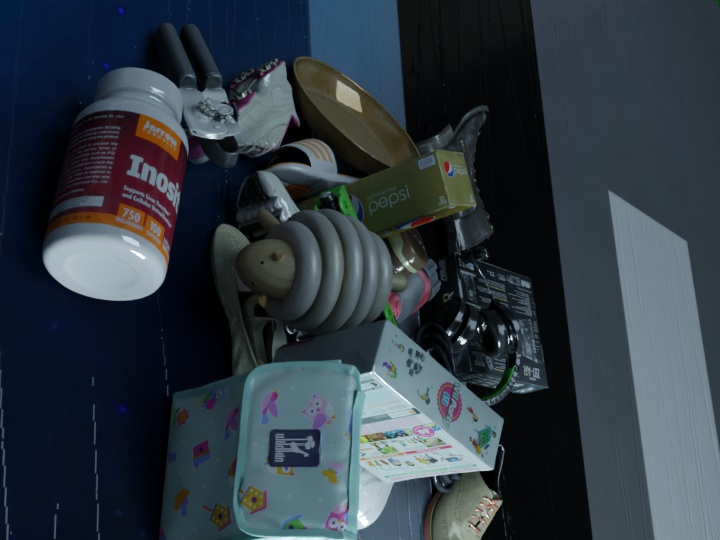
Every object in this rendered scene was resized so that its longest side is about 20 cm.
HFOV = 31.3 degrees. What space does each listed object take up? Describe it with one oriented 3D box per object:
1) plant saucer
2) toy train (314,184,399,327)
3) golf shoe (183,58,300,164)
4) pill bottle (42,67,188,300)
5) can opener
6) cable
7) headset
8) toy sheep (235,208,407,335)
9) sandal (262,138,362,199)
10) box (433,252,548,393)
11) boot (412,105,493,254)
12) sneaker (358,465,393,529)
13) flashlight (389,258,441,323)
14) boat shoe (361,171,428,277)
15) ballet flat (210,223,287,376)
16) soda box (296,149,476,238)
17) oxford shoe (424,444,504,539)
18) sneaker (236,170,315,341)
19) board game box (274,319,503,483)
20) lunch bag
[{"bbox_3d":[-0.012,-0.174,1.537,0.200,0.035,0.201,36,22,-17],"label":"plant saucer"},{"bbox_3d":[0.000,0.000,1.412,0.056,0.041,0.201,-71,141,-66],"label":"toy train"},{"bbox_3d":[-0.122,-0.156,1.398,0.200,0.075,0.092,-51,122,-48],"label":"golf shoe"},{"bbox_3d":[-0.220,-0.084,1.187,0.113,0.112,0.202,36,48,-40],"label":"pill bottle"},{"bbox_3d":[-0.169,-0.182,1.305,0.052,0.067,0.201,-1,43,-24],"label":"can opener"},{"bbox_3d":[0.086,0.162,1.504,0.164,0.050,0.201,-115,-163,-49],"label":"cable"},{"bbox_3d":[0.139,0.070,1.611,0.122,0.094,0.202,9,84,-22],"label":"headset"},{"bbox_3d":[-0.035,0.001,1.283,0.199,0.138,0.139,1,72,-34],"label":"toy sheep"},{"bbox_3d":[-0.060,-0.116,1.465,0.206,0.079,0.060,4,72,-64],"label":"sandal"},{"bbox_3d":[0.175,0.074,1.729,0.199,0.043,0.162,15,62,-51],"label":"box"},{"bbox_3d":[0.142,-0.123,1.771,0.200,0.069,0.175,-39,112,-50],"label":"boot"},{"bbox_3d":[0.001,0.168,1.414,0.116,0.073,0.201,53,39,-30],"label":"sneaker"},{"bbox_3d":[0.028,0.045,1.516,0.068,0.068,0.200,54,36,-3],"label":"flashlight"},{"bbox_3d":[0.020,-0.062,1.553,0.075,0.075,0.203,44,20,-34],"label":"boat shoe"},{"bbox_3d":[-0.106,0.043,1.332,0.067,0.062,0.202,5,70,-54],"label":"ballet flat"},{"bbox_3d":[0.025,-0.073,1.448,0.068,0.199,0.065,-3,77,-59],"label":"soda box"},{"bbox_3d":[0.127,0.287,1.533,0.070,0.074,0.201,45,43,-35],"label":"oxford shoe"},{"bbox_3d":[-0.071,-0.021,1.398,0.081,0.075,0.201,-41,116,-44],"label":"sneaker"},{"bbox_3d":[0.026,0.138,1.294,0.200,0.147,0.065,42,50,-34],"label":"board game box"},{"bbox_3d":[-0.082,0.181,1.180,0.122,0.199,0.172,31,52,-43],"label":"lunch bag"}]
